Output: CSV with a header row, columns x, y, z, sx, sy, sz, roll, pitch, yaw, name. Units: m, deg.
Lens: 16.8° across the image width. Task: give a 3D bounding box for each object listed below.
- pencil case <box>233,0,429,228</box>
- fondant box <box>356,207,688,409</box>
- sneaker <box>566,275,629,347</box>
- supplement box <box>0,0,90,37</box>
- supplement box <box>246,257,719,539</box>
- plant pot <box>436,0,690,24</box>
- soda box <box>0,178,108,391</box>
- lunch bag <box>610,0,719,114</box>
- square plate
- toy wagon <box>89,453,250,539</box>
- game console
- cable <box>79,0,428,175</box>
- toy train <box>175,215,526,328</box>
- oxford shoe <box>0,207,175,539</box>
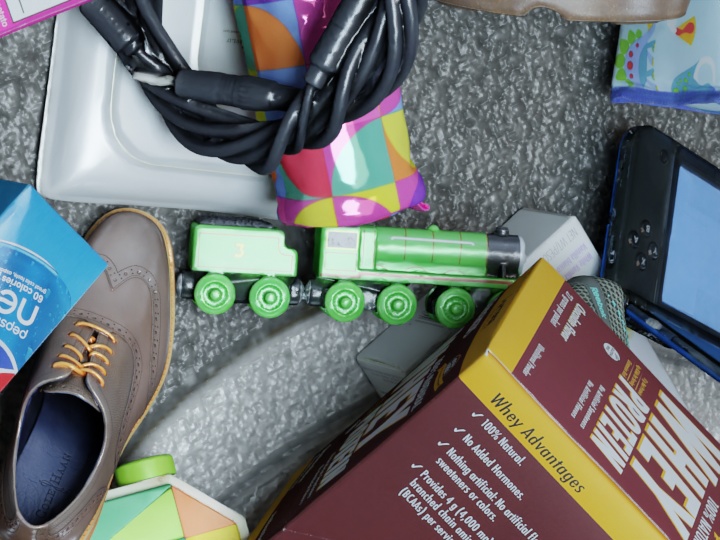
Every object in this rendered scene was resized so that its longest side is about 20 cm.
x,y,z,sx,sy,sz,roll,pitch,yaw,name
-0.020,-0.118,1.272,0.088,0.088,0.200,-18,104,-28,pencil case
0.108,0.085,1.425,0.144,0.058,0.200,-42,116,-20,fondant box
0.131,0.090,1.359,0.091,0.078,0.200,-50,142,-47,sneaker
-0.229,-0.148,1.167,0.200,0.101,0.103,-25,108,-27,supplement box
0.078,0.143,1.251,0.197,0.133,0.200,46,115,-4,supplement box
0.112,-0.241,1.317,0.200,0.200,0.198,-3,105,-31,plant pot
-0.221,0.047,1.216,0.064,0.068,0.200,47,72,-27,soda box
0.253,-0.172,1.438,0.200,0.127,0.170,2,95,-36,lunch bag
-0.069,-0.127,1.309,0.200,0.028,0.198,5,94,-32,square plate
-0.148,0.187,1.263,0.200,0.040,0.155,-14,82,-14,toy wagon
0.241,0.020,1.421,0.200,0.118,0.171,26,68,-45,game console
-0.046,-0.139,1.199,0.163,0.200,0.051,62,31,0,cable
0.000,0.000,1.325,0.200,0.042,0.056,3,94,-10,toy train
-0.135,0.054,1.242,0.071,0.073,0.200,15,69,-4,oxford shoe
